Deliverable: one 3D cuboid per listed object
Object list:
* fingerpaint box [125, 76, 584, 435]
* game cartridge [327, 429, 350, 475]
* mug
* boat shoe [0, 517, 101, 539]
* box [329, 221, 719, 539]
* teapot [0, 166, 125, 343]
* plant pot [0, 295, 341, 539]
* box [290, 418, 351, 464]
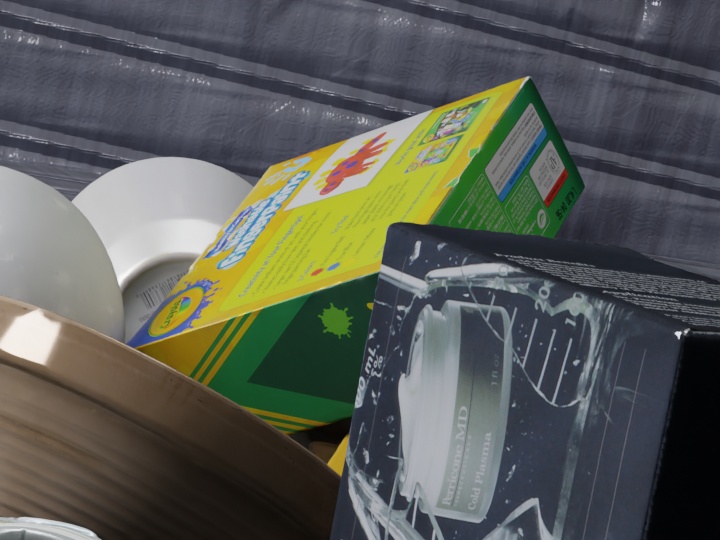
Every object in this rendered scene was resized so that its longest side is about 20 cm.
[{"bbox_3d":[0.000,0.000,1.394,0.167,0.073,0.200,-18,21,30],"label":"fingerpaint box"},{"bbox_3d":[0.095,0.077,1.315,0.200,0.032,0.176,5,35,23],"label":"game cartridge"},{"bbox_3d":[-0.107,0.037,1.539,0.149,0.187,0.153,19,5,-9],"label":"mug"},{"bbox_3d":[-0.130,0.131,1.116,0.202,0.075,0.065,7,7,35],"label":"boat shoe"},{"bbox_3d":[0.088,0.101,1.002,0.124,0.200,0.197,7,7,-29],"label":"box"},{"bbox_3d":[-0.199,0.053,1.346,0.200,0.198,0.146,-11,49,-10],"label":"teapot"},{"bbox_3d":[-0.105,0.098,1.211,0.201,0.093,0.201,26,-13,6],"label":"plant pot"},{"bbox_3d":[0.000,0.113,1.458,0.095,0.078,0.200,10,6,-9],"label":"box"}]
